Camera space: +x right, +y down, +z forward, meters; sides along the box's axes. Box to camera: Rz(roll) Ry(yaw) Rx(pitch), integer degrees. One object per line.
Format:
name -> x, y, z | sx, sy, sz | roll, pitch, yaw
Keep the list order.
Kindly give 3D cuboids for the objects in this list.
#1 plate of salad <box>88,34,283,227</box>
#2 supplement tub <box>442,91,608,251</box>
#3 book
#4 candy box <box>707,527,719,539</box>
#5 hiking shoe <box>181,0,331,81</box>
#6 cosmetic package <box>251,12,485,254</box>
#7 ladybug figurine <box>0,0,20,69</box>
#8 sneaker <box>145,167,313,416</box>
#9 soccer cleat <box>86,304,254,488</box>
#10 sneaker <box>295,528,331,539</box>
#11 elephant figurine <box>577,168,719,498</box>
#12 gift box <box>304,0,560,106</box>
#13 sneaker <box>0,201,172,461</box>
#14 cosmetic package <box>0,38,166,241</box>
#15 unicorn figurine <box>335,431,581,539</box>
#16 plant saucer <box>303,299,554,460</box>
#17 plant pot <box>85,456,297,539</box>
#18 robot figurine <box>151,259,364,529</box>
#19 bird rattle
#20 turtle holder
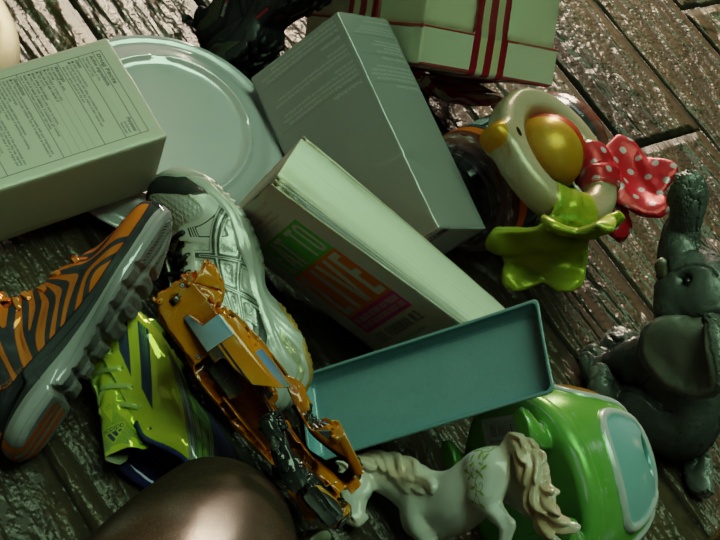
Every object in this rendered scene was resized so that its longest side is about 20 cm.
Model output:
plate of salad -> -0.160, -0.103, 1.382 | 0.198, 0.048, 0.202 | 9, 56, -13
supplement tub -> 0.121, -0.081, 1.493 | 0.199, 0.107, 0.107 | -26, 68, -43
book -> 0.000, 0.000, 1.303 | 0.199, 0.134, 0.048 | 37, 62, -9
candy box -> 0.246, 0.280, 1.237 | 0.056, 0.117, 0.201 | 30, 42, -4
hiking shoe -> -0.075, -0.257, 1.467 | 0.101, 0.200, 0.076 | 53, 17, 22
cosmetic package -> 0.005, -0.095, 1.395 | 0.090, 0.106, 0.201 | -7, 70, -58
ladybug figurine -> -0.343, -0.191, 1.329 | 0.135, 0.072, 0.201 | -18, 64, -42
sneaker -> -0.113, 0.017, 1.267 | 0.087, 0.076, 0.201 | -23, 77, -37
soccer cleat -> -0.156, 0.091, 1.198 | 0.083, 0.065, 0.200 | -27, 69, -39
sneaker -> -0.005, 0.262, 1.128 | 0.070, 0.076, 0.201 | -16, 61, -40
elephant figurine -> 0.269, 0.051, 1.394 | 0.154, 0.200, 0.142 | 25, 43, -10
gift box -> 0.065, -0.245, 1.530 | 0.183, 0.189, 0.199 | 5, 5, -35
sneaker -> -0.217, 0.018, 1.166 | 0.112, 0.078, 0.201 | 31, 74, 11
cosmetic package -> -0.255, -0.087, 1.262 | 0.199, 0.073, 0.104 | -20, 65, -29
unicorn figurine -> 0.061, 0.173, 1.223 | 0.074, 0.199, 0.138 | 5, 59, -63
plant saucer -> 0.047, 0.083, 1.249 | 0.019, 0.199, 0.071 | 31, 45, -57
plant pot -> -0.108, 0.209, 1.058 | 0.186, 0.188, 0.200 | 29, 30, -6
robot figurine -> -0.064, 0.086, 1.165 | 0.058, 0.145, 0.201 | -38, 94, -2
bird rattle -> 0.173, -0.081, 1.404 | 0.163, 0.112, 0.200 | 51, 45, -4
turtle holder -> 0.159, 0.170, 1.265 | 0.131, 0.141, 0.186 | -10, 57, -38
